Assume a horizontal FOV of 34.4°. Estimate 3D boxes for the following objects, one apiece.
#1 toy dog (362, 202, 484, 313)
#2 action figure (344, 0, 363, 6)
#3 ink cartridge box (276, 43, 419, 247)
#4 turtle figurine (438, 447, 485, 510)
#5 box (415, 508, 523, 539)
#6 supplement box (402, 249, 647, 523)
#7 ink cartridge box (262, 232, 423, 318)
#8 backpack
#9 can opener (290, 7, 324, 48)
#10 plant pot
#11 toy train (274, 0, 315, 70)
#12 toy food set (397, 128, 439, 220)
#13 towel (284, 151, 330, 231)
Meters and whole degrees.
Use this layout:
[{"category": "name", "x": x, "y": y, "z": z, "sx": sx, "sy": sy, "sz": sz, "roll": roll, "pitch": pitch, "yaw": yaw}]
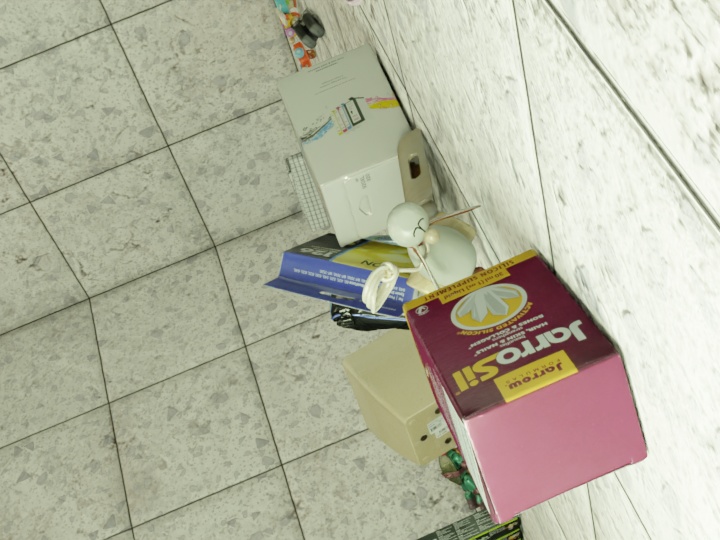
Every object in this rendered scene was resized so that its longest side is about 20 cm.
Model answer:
[{"category": "toy dog", "x": 0.091, "y": -0.014, "z": 1.225, "sx": 0.199, "sy": 0.095, "sz": 0.134, "roll": -20, "pitch": -50, "yaw": -65}, {"category": "action figure", "x": -0.041, "y": -0.409, "z": 1.251, "sx": 0.147, "sy": 0.134, "sz": 0.202, "roll": 21, "pitch": -140, "yaw": -27}, {"category": "ink cartridge box", "x": -0.006, "y": -0.169, "z": 1.580, "sx": 0.148, "sy": 0.143, "sz": 0.202, "roll": 71, "pitch": 177, "yaw": -57}, {"category": "turtle figurine", "x": 0.207, "y": 0.388, "z": 2.339, "sx": 0.202, "sy": 0.100, "sz": 0.150, "roll": 63, "pitch": 179, "yaw": -8}, {"category": "box", "x": 0.203, "y": 0.507, "z": 2.137, "sx": 0.194, "sy": 0.197, "sz": 0.048, "roll": 70, "pitch": 176, "yaw": -54}, {"category": "supplement box", "x": 0.124, "y": 0.085, "z": 0.934, "sx": 0.200, "sy": 0.129, "sz": 0.104, "roll": -117, "pitch": 6, "yaw": -63}, {"category": "ink cartridge box", "x": 0.000, "y": 0.000, "z": 1.554, "sx": 0.200, "sy": 0.195, "sz": 0.048, "roll": -25, "pitch": -55, "yaw": -65}, {"category": "backpack", "x": 0.045, "y": 0.021, "z": 1.816, "sx": 0.200, "sy": 0.179, "sz": 0.150, "roll": 57, "pitch": -146, "yaw": -84}, {"category": "can opener", "x": -0.096, "y": -0.480, "z": 2.339, "sx": 0.066, "sy": 0.054, "sz": 0.200, "roll": 34, "pitch": -167, "yaw": -23}, {"category": "plant pot", "x": 0.111, "y": 0.233, "z": 2.134, "sx": 0.177, "sy": 0.198, "sz": 0.202, "roll": 50, "pitch": 165, "yaw": 47}, {"category": "toy train", "x": -0.149, "y": -0.560, "z": 2.687, "sx": 0.201, "sy": 0.055, "sz": 0.152, "roll": 67, "pitch": 180, "yaw": -58}, {"category": "toy food set", "x": 0.095, "y": -0.058, "z": 1.452, "sx": 0.145, "sy": 0.059, "sz": 0.202, "roll": -96, "pitch": -9, "yaw": -49}, {"category": "towel", "x": -0.083, "y": -0.217, "z": 2.840, "sx": 0.086, "sy": 0.163, "sz": 0.202, "roll": -103, "pitch": -7, "yaw": -64}]
